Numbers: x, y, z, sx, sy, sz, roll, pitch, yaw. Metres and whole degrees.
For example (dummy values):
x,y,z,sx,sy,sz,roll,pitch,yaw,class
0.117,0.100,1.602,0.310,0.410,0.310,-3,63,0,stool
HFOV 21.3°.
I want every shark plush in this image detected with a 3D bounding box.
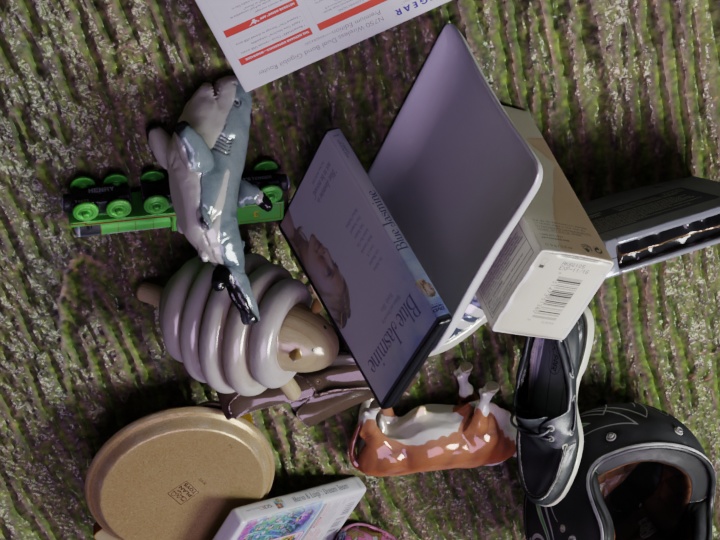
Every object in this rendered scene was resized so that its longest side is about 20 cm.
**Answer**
x,y,z,sx,sy,sz,roll,pitch,yaw,class
-0.108,-0.057,1.584,0.083,0.202,0.091,-15,176,-24,shark plush

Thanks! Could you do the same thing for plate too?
x,y,z,sx,sy,sz,roll,pitch,yaw,class
0.077,-0.069,1.590,0.032,0.201,0.201,5,130,-31,plate

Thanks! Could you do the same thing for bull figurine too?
x,y,z,sx,sy,sz,roll,pitch,yaw,class
0.086,0.152,1.873,0.198,0.065,0.122,-11,128,-7,bull figurine

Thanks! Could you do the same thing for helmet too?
x,y,z,sx,sy,sz,roll,pitch,yaw,class
0.255,0.230,1.897,0.198,0.193,0.200,7,163,2,helmet

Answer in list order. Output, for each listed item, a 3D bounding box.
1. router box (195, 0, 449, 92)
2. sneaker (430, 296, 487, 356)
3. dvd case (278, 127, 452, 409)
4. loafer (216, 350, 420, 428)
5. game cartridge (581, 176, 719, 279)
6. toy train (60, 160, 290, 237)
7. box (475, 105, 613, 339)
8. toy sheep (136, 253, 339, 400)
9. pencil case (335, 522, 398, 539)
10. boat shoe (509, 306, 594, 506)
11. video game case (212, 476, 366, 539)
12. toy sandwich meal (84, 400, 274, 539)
x,y,z,sx,sy,sz,roll,pitch,yaw,class
-0.041,-0.256,1.497,0.198,0.049,0.180,-23,132,6,router box
0.093,0.011,1.751,0.198,0.075,0.085,-24,128,-2,sneaker
0.000,0.000,1.616,0.017,0.201,0.143,-16,154,-31,dvd case
-0.043,0.111,1.787,0.197,0.073,0.072,0,89,-3,loafer
0.243,-0.039,1.688,0.198,0.133,0.042,-16,102,-21,game cartridge
-0.159,-0.058,1.648,0.198,0.042,0.057,-6,142,-9,toy train
0.127,-0.046,1.614,0.077,0.201,0.095,8,130,-30,box
-0.111,0.047,1.687,0.198,0.138,0.139,11,135,20,toy sheep
-0.024,0.356,2.006,0.086,0.083,0.201,4,131,-30,pencil case
0.173,0.127,1.812,0.066,0.074,0.202,-1,107,-51,boat shoe
-0.103,0.294,1.921,0.181,0.024,0.201,-8,140,-48,video game case
-0.177,0.195,1.846,0.203,0.071,0.207,-8,129,-10,toy sandwich meal
